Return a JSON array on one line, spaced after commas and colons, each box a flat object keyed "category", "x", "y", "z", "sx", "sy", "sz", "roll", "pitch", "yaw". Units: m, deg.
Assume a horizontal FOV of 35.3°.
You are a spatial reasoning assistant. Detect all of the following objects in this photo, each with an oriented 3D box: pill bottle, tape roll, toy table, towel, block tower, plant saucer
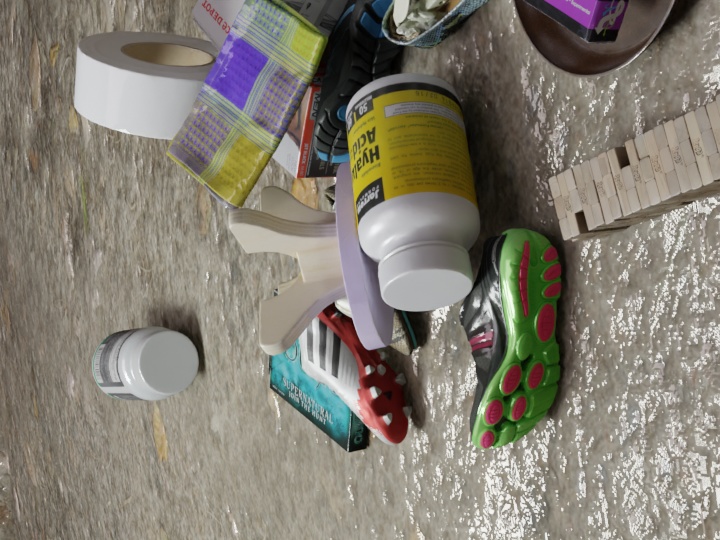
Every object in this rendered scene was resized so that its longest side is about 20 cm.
[{"category": "pill bottle", "x": -0.329, "y": 0.143, "z": 1.735, "sx": 0.200, "sy": 0.113, "sz": 0.113, "roll": -9, "pitch": 88, "yaw": 59}, {"category": "tape roll", "x": -0.217, "y": -0.211, "z": 1.273, "sx": 0.202, "sy": 0.202, "sz": 0.071, "roll": 38, "pitch": 127, "yaw": 50}, {"category": "toy table", "x": -0.041, "y": -0.010, "z": 1.097, "sx": 0.184, "sy": 0.117, "sz": 0.200, "roll": 66, "pitch": -162, "yaw": -44}, {"category": "towel", "x": -0.115, "y": -0.170, "z": 1.129, "sx": 0.144, "sy": 0.023, "sz": 0.200, "roll": 44, "pitch": 109, "yaw": 40}, {"category": "pill bottle", "x": 0.049, "y": -0.070, "z": 1.029, "sx": 0.111, "sy": 0.111, "sz": 0.200, "roll": 131, "pitch": 139, "yaw": -51}, {"category": "block tower", "x": 0.221, "y": -0.072, "z": 0.840, "sx": 0.200, "sy": 0.054, "sz": 0.058, "roll": -29, "pitch": 72, "yaw": 58}, {"category": "plant saucer", "x": 0.188, "y": -0.251, "z": 0.881, "sx": 0.200, "sy": 0.032, "sz": 0.201, "roll": 15, "pitch": 107, "yaw": 57}]

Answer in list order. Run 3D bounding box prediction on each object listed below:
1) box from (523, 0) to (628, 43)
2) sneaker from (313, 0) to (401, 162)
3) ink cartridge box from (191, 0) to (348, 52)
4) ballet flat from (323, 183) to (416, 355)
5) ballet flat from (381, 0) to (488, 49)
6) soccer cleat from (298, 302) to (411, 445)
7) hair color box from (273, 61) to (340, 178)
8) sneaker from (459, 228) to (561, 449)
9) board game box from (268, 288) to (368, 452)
[{"category": "box", "x": 0.167, "y": -0.291, "z": 0.846, "sx": 0.143, "sy": 0.036, "sz": 0.200, "roll": 49, "pitch": 137, "yaw": 44}, {"category": "sneaker", "x": -0.002, "y": -0.207, "z": 1.185, "sx": 0.082, "sy": 0.073, "sz": 0.200, "roll": -110, "pitch": 35, "yaw": -52}, {"category": "ink cartridge box", "x": -0.081, "y": -0.317, "z": 1.209, "sx": 0.200, "sy": 0.083, "sz": 0.147, "roll": -58, "pitch": 45, "yaw": 21}, {"category": "ballet flat", "x": 0.000, "y": 0.000, "z": 1.197, "sx": 0.068, "sy": 0.075, "sz": 0.200, "roll": 108, "pitch": 148, "yaw": -77}, {"category": "ballet flat", "x": 0.081, "y": -0.263, "z": 1.022, "sx": 0.200, "sy": 0.074, "sz": 0.074, "roll": -46, "pitch": 57, "yaw": 52}, {"category": "soccer cleat", "x": -0.018, "y": 0.106, "z": 1.222, "sx": 0.085, "sy": 0.069, "sz": 0.200, "roll": -40, "pitch": 77, "yaw": 35}, {"category": "hair color box", "x": -0.086, "y": -0.196, "z": 1.317, "sx": 0.200, "sy": 0.064, "sz": 0.111, "roll": 41, "pitch": 128, "yaw": 47}, {"category": "sneaker", "x": 0.130, "y": 0.061, "z": 1.008, "sx": 0.084, "sy": 0.077, "sz": 0.200, "roll": 22, "pitch": 104, "yaw": 63}, {"category": "board game box", "x": -0.050, "y": 0.113, "z": 1.349, "sx": 0.200, "sy": 0.028, "sz": 0.135, "roll": 28, "pitch": 119, "yaw": 54}]
